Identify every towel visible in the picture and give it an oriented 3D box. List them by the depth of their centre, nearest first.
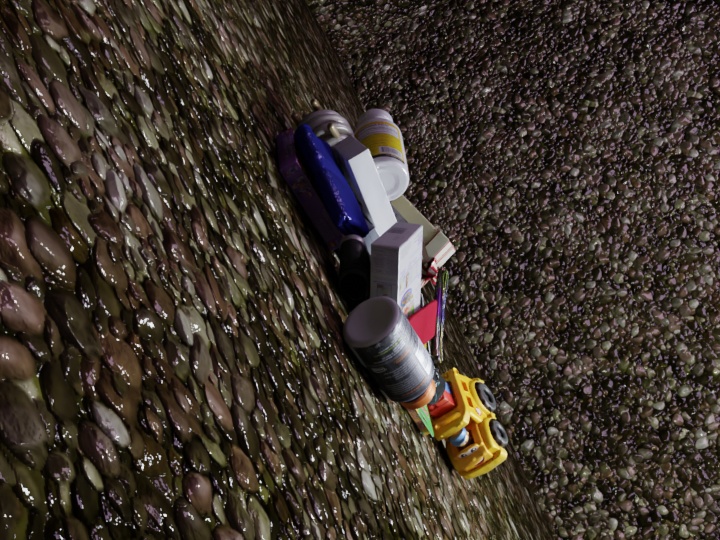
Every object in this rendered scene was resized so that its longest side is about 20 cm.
[{"bbox_3d":[-0.057,-0.155,1.458,0.202,0.049,0.147,65,13,17],"label":"towel"},{"bbox_3d":[0.171,0.100,1.742,0.144,0.022,0.204,76,19,-82],"label":"towel"}]

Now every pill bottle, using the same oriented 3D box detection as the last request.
[{"bbox_3d":[0.057,0.146,1.336,0.201,0.105,0.107,58,11,-37],"label":"pill bottle"},{"bbox_3d":[0.039,-0.248,1.686,0.202,0.110,0.112,-95,158,-44],"label":"pill bottle"}]

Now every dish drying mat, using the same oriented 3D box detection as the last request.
[{"bbox_3d":[0.108,0.109,1.501,0.200,0.018,0.078,-24,119,-68],"label":"dish drying mat"}]

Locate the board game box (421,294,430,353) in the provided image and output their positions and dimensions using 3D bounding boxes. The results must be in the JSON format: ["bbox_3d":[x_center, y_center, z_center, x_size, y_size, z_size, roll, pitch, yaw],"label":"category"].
[{"bbox_3d":[0.126,0.148,1.773,0.126,0.034,0.204,27,55,-76],"label":"board game box"}]

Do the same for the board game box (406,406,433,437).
[{"bbox_3d":[0.102,0.238,1.591,0.096,0.030,0.201,58,8,-28],"label":"board game box"}]

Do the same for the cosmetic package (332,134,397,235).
[{"bbox_3d":[0.012,-0.157,1.563,0.083,0.050,0.202,45,-16,52],"label":"cosmetic package"}]

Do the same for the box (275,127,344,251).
[{"bbox_3d":[-0.092,-0.152,1.509,0.201,0.039,0.138,58,11,-35],"label":"box"}]

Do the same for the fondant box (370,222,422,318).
[{"bbox_3d":[0.065,0.030,1.459,0.144,0.057,0.204,-41,134,-62],"label":"fondant box"}]

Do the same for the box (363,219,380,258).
[{"bbox_3d":[0.008,-0.058,1.639,0.157,0.041,0.200,58,-6,-35],"label":"box"}]

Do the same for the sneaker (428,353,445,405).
[{"bbox_3d":[0.122,0.201,1.504,0.076,0.079,0.199,54,18,26],"label":"sneaker"}]

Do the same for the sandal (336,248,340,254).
[{"bbox_3d":[0.000,0.000,1.597,0.202,0.045,0.075,62,8,-11],"label":"sandal"}]

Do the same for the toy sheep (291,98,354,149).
[{"bbox_3d":[-0.077,-0.273,1.659,0.138,0.137,0.201,52,8,-51],"label":"toy sheep"}]

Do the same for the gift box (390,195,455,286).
[{"bbox_3d":[0.105,-0.036,1.862,0.187,0.200,0.184,44,9,13],"label":"gift box"}]

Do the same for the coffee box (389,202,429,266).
[{"bbox_3d":[0.052,-0.087,1.714,0.201,0.079,0.115,50,-5,26],"label":"coffee box"}]

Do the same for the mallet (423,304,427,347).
[{"bbox_3d":[0.137,0.154,1.683,0.201,0.041,0.067,-73,144,-55],"label":"mallet"}]

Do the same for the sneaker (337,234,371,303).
[{"bbox_3d":[0.003,0.041,1.470,0.100,0.069,0.202,-82,157,-46],"label":"sneaker"}]

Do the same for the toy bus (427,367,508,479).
[{"bbox_3d":[0.198,0.307,1.673,0.191,0.135,0.202,36,29,-44],"label":"toy bus"}]
